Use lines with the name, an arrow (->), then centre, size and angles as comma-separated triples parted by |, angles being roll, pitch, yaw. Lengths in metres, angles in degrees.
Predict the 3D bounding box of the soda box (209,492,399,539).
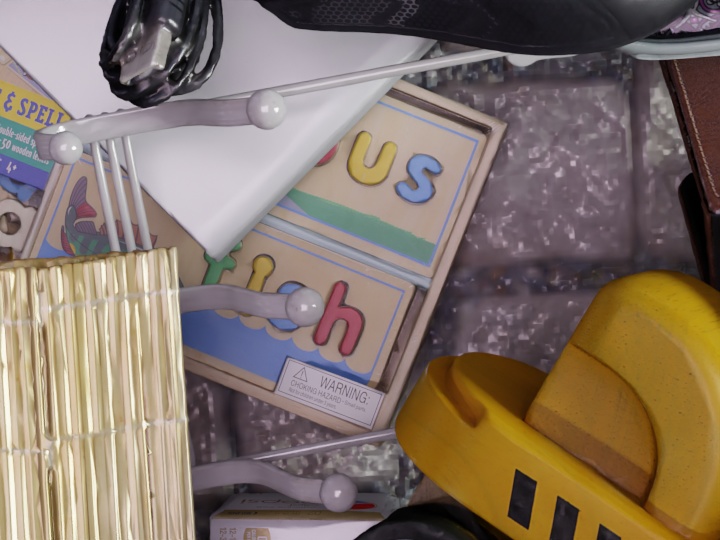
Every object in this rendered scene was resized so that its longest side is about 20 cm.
soda box -> -0.020, 0.185, 0.791 | 0.068, 0.064, 0.201 | 0, 91, 5

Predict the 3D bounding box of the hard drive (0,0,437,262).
hard drive -> -0.029, -0.120, 0.779 | 0.132, 0.027, 0.200 | 44, 87, 5

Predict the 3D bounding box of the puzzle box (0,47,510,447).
puzzle box -> -0.058, -0.031, 0.806 | 0.199, 0.025, 0.133 | 21, 93, 4

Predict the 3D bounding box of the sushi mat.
sushi mat -> -0.098, 0.094, 0.676 | 0.095, 0.012, 0.201 | -3, 86, -16

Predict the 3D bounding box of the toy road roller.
toy road roller -> 0.100, 0.089, 0.662 | 0.200, 0.123, 0.146 | 33, 104, 16

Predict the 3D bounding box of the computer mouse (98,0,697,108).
computer mouse -> 0.015, -0.115, 0.696 | 0.199, 0.053, 0.139 | 2, 50, 10

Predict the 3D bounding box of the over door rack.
over door rack -> 0.000, 0.000, 0.740 | 0.199, 0.067, 0.148 | -14, 106, -13

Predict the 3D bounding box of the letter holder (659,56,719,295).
letter holder -> 0.214, -0.031, 0.756 | 0.199, 0.142, 0.101 | -9, 123, 4

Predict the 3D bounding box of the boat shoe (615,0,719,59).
boat shoe -> 0.170, -0.110, 0.734 | 0.200, 0.072, 0.070 | -13, 112, 9
